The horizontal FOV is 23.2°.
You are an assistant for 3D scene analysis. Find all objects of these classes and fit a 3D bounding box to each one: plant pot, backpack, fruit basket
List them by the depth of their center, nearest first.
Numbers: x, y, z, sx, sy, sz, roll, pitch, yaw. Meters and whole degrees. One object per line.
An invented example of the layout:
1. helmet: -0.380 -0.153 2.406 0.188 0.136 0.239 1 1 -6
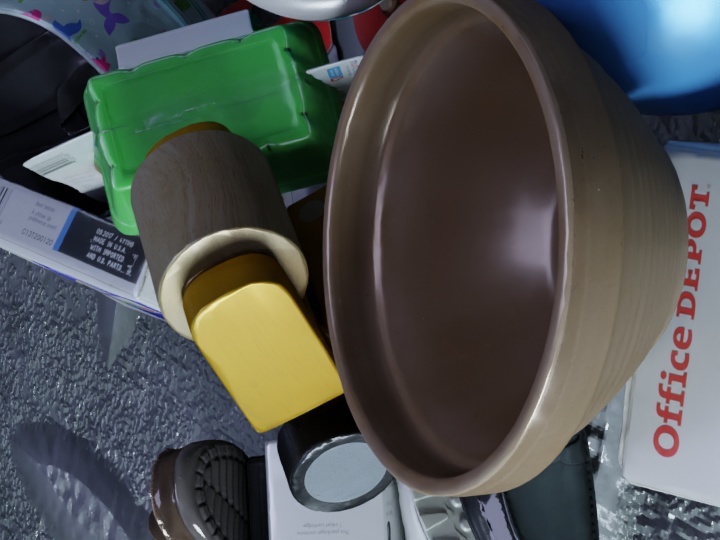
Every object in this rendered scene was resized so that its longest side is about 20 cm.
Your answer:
1. plant pot: 0.066 -0.011 0.704 0.201 0.093 0.201 -178 90 -65
2. fruit basket: -0.076 -0.079 0.966 0.200 0.185 0.094 -15 -90 -86
3. backpack: -0.172 -0.128 1.121 0.151 0.178 0.200 -50 21 -23

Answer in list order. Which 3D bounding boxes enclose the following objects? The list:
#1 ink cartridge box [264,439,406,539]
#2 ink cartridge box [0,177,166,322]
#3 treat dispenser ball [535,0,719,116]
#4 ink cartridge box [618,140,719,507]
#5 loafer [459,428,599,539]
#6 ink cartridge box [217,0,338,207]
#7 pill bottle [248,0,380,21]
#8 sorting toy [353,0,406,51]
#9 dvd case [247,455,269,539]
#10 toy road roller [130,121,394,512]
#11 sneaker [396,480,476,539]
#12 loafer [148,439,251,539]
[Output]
1. ink cartridge box: -0.006 0.192 0.986 0.067 0.116 0.200 -4 86 10
2. ink cartridge box: -0.138 0.003 1.092 0.198 0.200 0.043 19 83 36
3. treat dispenser ball: 0.132 -0.166 0.743 0.201 0.201 0.201 -1 88 53
4. ink cartridge box: 0.213 0.031 0.688 0.200 0.084 0.146 12 100 37
5. loafer: 0.085 0.080 0.912 0.070 0.068 0.201 -48 49 51
6. ink cartridge box: -0.072 -0.092 1.144 0.161 0.050 0.200 -23 73 51
7. pill bottle: -0.021 -0.177 0.856 0.200 0.111 0.111 -95 11 -82
8. sorting toy: 0.068 -0.197 0.939 0.200 0.070 0.199 -10 81 52
9. dvd case: -0.039 0.208 1.038 0.018 0.143 0.200 -4 85 11
10. toy road roller: -0.007 0.006 0.855 0.146 0.200 0.123 -29 43 5
11. sneaker: 0.051 0.158 0.958 0.080 0.076 0.200 -42 55 56
12. loafer: -0.092 0.154 1.020 0.200 0.071 0.073 68 -159 -63
